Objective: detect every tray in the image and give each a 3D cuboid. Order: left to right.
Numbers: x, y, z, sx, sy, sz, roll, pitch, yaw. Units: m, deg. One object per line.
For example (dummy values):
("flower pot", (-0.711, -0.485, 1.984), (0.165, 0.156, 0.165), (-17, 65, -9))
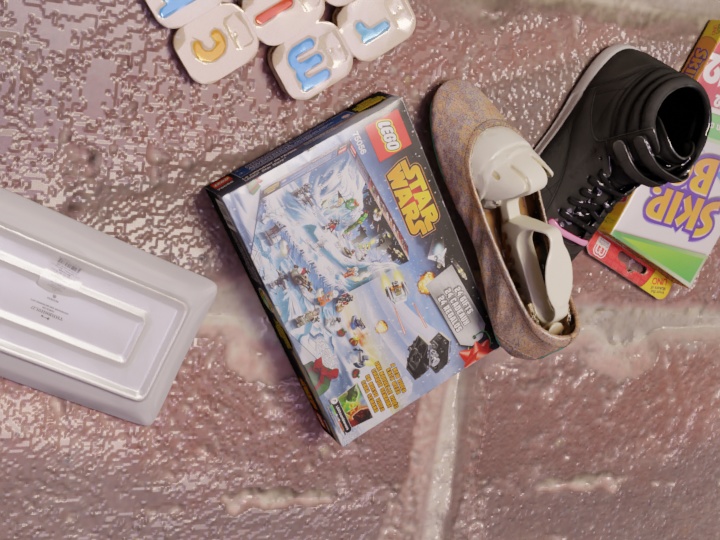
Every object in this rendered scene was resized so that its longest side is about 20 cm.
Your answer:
("tray", (-0.190, 0.021, 0.739), (0.200, 0.022, 0.107), (25, 91, -29))

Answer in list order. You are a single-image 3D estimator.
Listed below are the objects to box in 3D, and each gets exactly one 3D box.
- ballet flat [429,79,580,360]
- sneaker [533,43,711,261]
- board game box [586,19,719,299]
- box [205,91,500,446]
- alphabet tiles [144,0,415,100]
("ballet flat", (0.106, -0.037, 0.816), (0.068, 0.067, 0.200), (-24, 99, -30))
("sneaker", (0.170, -0.062, 0.846), (0.071, 0.099, 0.200), (27, 92, -31))
("board game box", (0.255, -0.080, 0.925), (0.096, 0.030, 0.200), (29, 92, -29))
("box", (0.000, 0.000, 0.814), (0.137, 0.040, 0.200), (-30, 115, -15))
("alphabet tiles", (-0.047, -0.211, 0.744), (0.196, 0.015, 0.200), (-33, 116, -8))
